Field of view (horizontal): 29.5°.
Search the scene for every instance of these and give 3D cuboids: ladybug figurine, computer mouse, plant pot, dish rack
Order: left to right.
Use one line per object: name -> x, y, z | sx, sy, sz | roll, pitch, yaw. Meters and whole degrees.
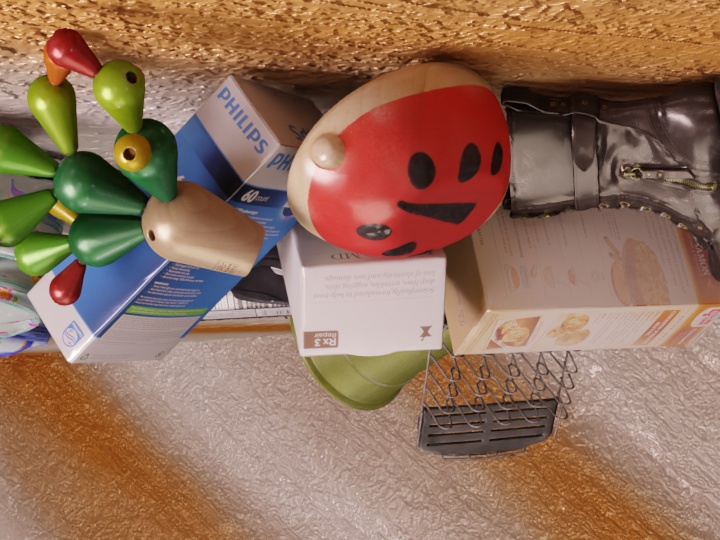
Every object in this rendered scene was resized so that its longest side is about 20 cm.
computer mouse -> 0.000, 0.000, 1.080 | 0.199, 0.047, 0.140 | 7, -168, 43
plant pot -> 0.052, 0.037, 1.565 | 0.199, 0.202, 0.189 | 4, 158, -46
ladybug figurine -> 0.032, -0.059, 0.836 | 0.136, 0.072, 0.199 | -52, 157, 23
dish rack -> 0.124, 0.088, 1.183 | 0.152, 0.202, 0.055 | -2, -149, -15

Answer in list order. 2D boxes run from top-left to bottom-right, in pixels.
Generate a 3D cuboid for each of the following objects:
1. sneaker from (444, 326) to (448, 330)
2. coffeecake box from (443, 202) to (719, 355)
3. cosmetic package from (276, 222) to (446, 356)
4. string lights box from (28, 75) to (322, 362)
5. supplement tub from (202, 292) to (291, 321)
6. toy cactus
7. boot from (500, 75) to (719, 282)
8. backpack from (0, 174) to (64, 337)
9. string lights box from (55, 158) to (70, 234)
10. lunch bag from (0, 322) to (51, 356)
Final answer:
sneaker -> 0.006, -0.001, 1.241 | 0.199, 0.074, 0.079 | 35, -165, 21
coffeecake box -> 0.157, -0.024, 1.020 | 0.198, 0.155, 0.073 | -1, 151, -19
cosmetic package -> -0.006, -0.020, 0.972 | 0.100, 0.075, 0.200 | -3, -154, -9
string lights box -> -0.106, -0.027, 0.875 | 0.200, 0.059, 0.103 | -44, 160, 18
supplement tub -> -0.128, -0.006, 1.327 | 0.197, 0.108, 0.107 | -3, 174, 1
toy cactus -> -0.133, -0.037, 0.755 | 0.164, 0.103, 0.201 | 22, 132, -14
boot -> 0.184, -0.058, 0.944 | 0.172, 0.070, 0.201 | -7, 133, 12
backpack -> -0.293, -0.028, 0.899 | 0.198, 0.128, 0.166 | 12, 171, -32
string lights box -> -0.310, -0.047, 1.071 | 0.198, 0.060, 0.103 | -6, 170, 24
lunch bag -> -0.348, 0.025, 1.064 | 0.198, 0.083, 0.160 | -5, 169, 27
